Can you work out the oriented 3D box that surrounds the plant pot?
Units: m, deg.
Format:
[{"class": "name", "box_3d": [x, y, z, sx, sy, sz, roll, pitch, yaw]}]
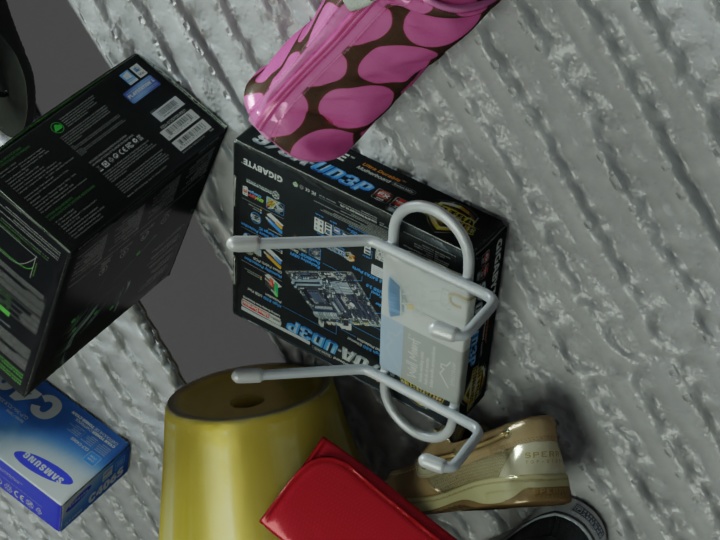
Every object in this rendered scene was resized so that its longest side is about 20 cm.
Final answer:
[{"class": "plant pot", "box_3d": [-0.073, 0.180, 1.236, 0.199, 0.200, 0.191, 5, 110, 39]}]

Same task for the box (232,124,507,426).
[{"class": "box", "box_3d": [0.000, 0.000, 1.127, 0.199, 0.046, 0.160, 26, 135, 24]}]

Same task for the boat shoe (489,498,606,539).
[{"class": "boat shoe", "box_3d": [0.109, 0.238, 1.201, 0.072, 0.068, 0.200, 45, 140, 4]}]

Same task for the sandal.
[{"class": "sandal", "box_3d": [-0.300, -0.190, 1.247, 0.074, 0.045, 0.202, 16, 130, 33]}]

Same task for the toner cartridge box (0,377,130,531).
[{"class": "toner cartridge box", "box_3d": [-0.315, 0.142, 1.488, 0.199, 0.095, 0.043, 33, 138, 17]}]

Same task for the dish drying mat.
[{"class": "dish drying mat", "box_3d": [0.030, 0.207, 1.138, 0.199, 0.077, 0.018, 38, 175, 4]}]

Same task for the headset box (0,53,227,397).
[{"class": "headset box", "box_3d": [-0.205, -0.028, 1.192, 0.093, 0.174, 0.201, 39, 141, 9]}]

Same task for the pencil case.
[{"class": "pencil case", "box_3d": [0.000, -0.138, 0.981, 0.091, 0.094, 0.200, 47, 141, 1]}]

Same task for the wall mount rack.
[{"class": "wall mount rack", "box_3d": [0.003, 0.042, 1.063, 0.172, 0.075, 0.202, 24, 134, 25]}]

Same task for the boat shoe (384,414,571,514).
[{"class": "boat shoe", "box_3d": [0.080, 0.138, 1.159, 0.199, 0.071, 0.065, -17, 75, 56]}]
